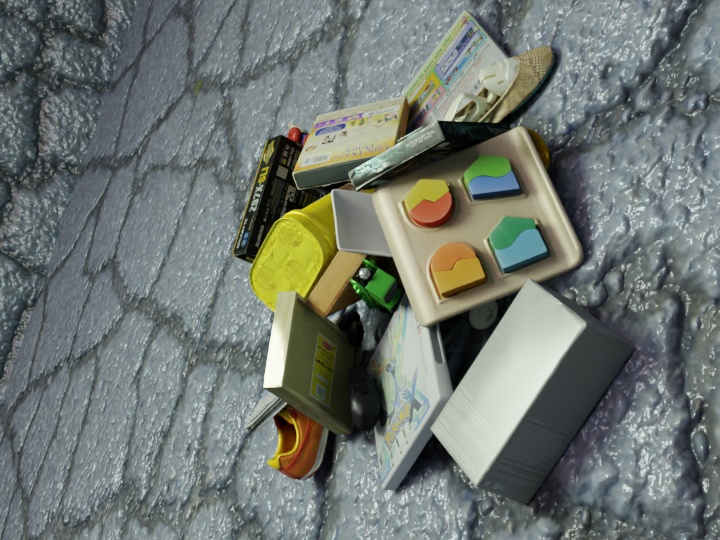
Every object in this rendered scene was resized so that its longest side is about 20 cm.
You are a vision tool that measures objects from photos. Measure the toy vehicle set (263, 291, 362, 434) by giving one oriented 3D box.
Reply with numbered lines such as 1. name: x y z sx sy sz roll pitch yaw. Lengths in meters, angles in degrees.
1. toy vehicle set: -0.056 0.124 1.132 0.026 0.200 0.125 -5 62 25

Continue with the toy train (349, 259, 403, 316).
1. toy train: 0.027 0.028 1.108 0.042 0.056 0.200 -57 -12 -5

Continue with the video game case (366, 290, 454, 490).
1. video game case: 0.054 0.135 1.055 0.200 0.022 0.183 113 157 -44

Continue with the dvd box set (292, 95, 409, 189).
1. dvd box set: -0.008 -0.187 1.256 0.146 0.029 0.200 -11 31 15

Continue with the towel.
1. towel: -0.090 0.132 1.245 0.147 0.024 0.200 -44 10 35

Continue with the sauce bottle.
1. sauce bottle: 0.100 0.022 1.090 0.066 0.066 0.200 -63 33 5

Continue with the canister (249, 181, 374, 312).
1. canister: -0.044 -0.041 1.185 0.200 0.087 0.149 -36 -16 -49

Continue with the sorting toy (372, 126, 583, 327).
1. sorting toy: 0.126 -0.054 0.993 0.200 0.036 0.185 -24 68 9

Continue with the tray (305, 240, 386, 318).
1. tray: 0.000 0.000 1.162 0.099 0.037 0.200 -57 -11 15

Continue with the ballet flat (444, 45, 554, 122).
1. ballet flat: 0.167 -0.224 1.150 0.200 0.065 0.071 -48 32 25

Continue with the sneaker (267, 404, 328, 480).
1. sneaker: -0.078 0.191 1.225 0.073 0.077 0.200 -35 33 42

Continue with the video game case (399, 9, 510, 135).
1. video game case: 0.128 -0.261 1.279 0.200 0.022 0.182 -52 34 24

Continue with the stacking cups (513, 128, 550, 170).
1. stacking cups: 0.152 -0.113 1.119 0.200 0.060 0.061 -29 47 52

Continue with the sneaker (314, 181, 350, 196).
1. sneaker: -0.014 -0.159 1.332 0.081 0.115 0.200 -38 41 36

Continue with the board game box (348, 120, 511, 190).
1. board game box: 0.092 -0.142 1.080 0.135 0.200 0.028 -26 82 32

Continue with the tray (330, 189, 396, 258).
1. tray: 0.061 -0.046 1.080 0.022 0.200 0.108 113 157 -45

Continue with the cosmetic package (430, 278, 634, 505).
1. cosmetic package: 0.171 0.122 0.894 0.200 0.090 0.107 -55 34 11

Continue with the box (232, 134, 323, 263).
1. box: -0.097 -0.089 1.368 0.049 0.160 0.200 -7 65 54

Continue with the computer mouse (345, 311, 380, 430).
1. computer mouse: 0.005 0.125 1.137 0.034 0.059 0.200 -17 41 10

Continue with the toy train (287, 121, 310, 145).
1. toy train: -0.096 -0.186 1.519 0.200 0.085 0.116 33 111 59
